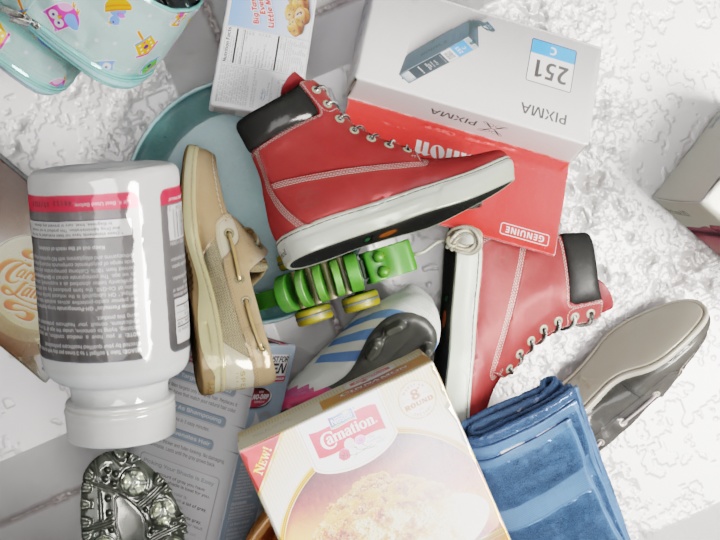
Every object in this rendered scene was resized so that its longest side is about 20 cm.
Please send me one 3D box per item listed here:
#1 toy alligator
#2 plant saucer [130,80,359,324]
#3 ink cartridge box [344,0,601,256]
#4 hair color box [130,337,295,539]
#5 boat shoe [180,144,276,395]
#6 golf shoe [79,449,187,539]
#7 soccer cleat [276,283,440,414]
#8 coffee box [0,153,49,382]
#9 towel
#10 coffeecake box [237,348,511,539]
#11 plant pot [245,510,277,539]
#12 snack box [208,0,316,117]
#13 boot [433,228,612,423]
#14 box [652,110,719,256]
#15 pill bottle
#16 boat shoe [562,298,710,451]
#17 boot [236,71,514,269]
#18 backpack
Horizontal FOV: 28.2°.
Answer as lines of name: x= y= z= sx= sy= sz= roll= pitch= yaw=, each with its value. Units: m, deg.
toy alligator: x=0.000 y=0.000 z=1.126 sx=0.199 sy=0.054 sz=0.060 roll=-17 pitch=91 yaw=6
plant saucer: x=-0.093 y=-0.056 z=1.172 sx=0.199 sy=0.036 sz=0.201 roll=-1 pitch=95 yaw=-7
ink cartridge box: x=0.086 y=-0.123 z=1.156 sx=0.199 sy=0.045 sz=0.177 roll=15 pitch=70 yaw=-8
hair color box: x=-0.127 y=0.144 z=1.150 sx=0.098 sy=0.061 sz=0.201 roll=15 pitch=94 yaw=25
boat shoe: x=-0.104 y=-0.003 z=1.102 sx=0.064 sy=0.071 sz=0.201 roll=-5 pitch=71 yaw=-10
golf shoe: x=-0.165 y=0.220 z=1.065 sx=0.077 sy=0.088 sz=0.201 roll=-28 pitch=111 yaw=-24
soccer cleat: x=-0.009 y=0.089 z=1.183 sx=0.200 sy=0.086 sz=0.070 roll=-40 pitch=107 yaw=21
coffee box: x=-0.286 y=-0.022 z=1.127 sx=0.200 sy=0.080 sz=0.114 roll=42 pitch=87 yaw=-9
towel: x=0.149 y=0.183 z=1.170 sx=0.111 sy=0.049 sz=0.201 roll=-26 pitch=127 yaw=-4
coffeecake box: x=0.019 y=0.182 z=1.045 sx=0.153 sy=0.073 sz=0.201 roll=-24 pitch=96 yaw=-4
plant pot: x=-0.007 y=0.246 z=1.153 sx=0.199 sy=0.140 sz=0.202 roll=-1 pitch=94 yaw=-8
snack box: x=-0.070 y=-0.219 z=1.147 sx=0.071 sy=0.024 sz=0.201 roll=10 pitch=80 yaw=-7
boot: x=0.136 y=0.064 z=1.187 sx=0.143 sy=0.072 sz=0.201 roll=7 pitch=90 yaw=-9
box: x=0.363 y=-0.037 z=1.184 sx=0.200 sy=0.128 sz=0.109 roll=39 pitch=90 yaw=-7
pill bottle: x=-0.181 y=0.023 z=1.051 sx=0.110 sy=0.111 sz=0.201 roll=-4 pitch=98 yaw=-7
boat shoe: x=0.217 y=0.101 z=1.215 sx=0.200 sy=0.067 sz=0.057 roll=-38 pitch=127 yaw=0
boot: x=0.012 y=-0.098 z=1.100 sx=0.199 sy=0.072 sz=0.145 roll=-16 pitch=79 yaw=-16
backpack: x=-0.224 y=-0.220 z=1.077 sx=0.199 sy=0.176 sz=0.154 roll=31 pitch=107 yaw=-7
